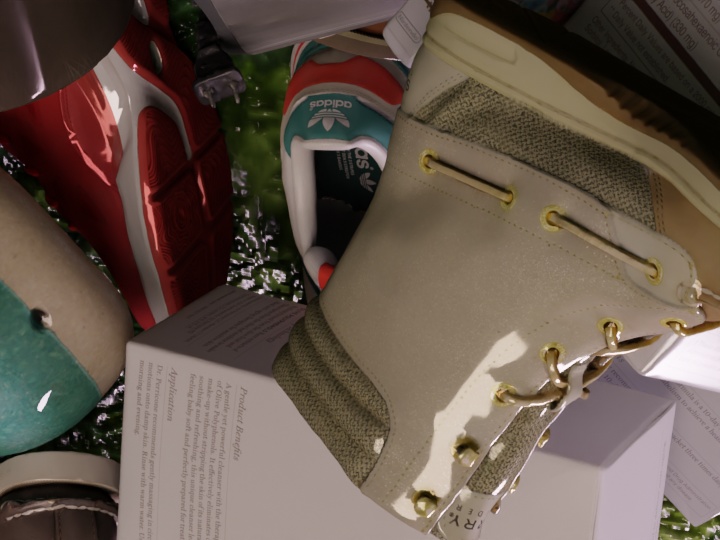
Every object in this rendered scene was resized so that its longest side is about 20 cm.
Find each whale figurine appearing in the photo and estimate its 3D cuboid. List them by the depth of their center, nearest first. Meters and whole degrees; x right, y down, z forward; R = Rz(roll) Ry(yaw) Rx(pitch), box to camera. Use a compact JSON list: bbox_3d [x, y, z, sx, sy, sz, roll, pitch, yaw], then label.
[{"bbox_3d":[-0.178,0.012,1.032,0.159,0.104,0.200,50,164,-29],"label":"whale figurine"}]

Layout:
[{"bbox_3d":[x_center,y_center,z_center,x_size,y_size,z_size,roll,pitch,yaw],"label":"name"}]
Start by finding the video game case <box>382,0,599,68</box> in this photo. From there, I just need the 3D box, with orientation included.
[{"bbox_3d":[0.123,-0.119,0.878,0.182,0.022,0.200,-47,149,19],"label":"video game case"}]

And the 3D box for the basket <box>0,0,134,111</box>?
[{"bbox_3d":[-0.148,-0.163,0.868,0.136,0.180,0.200,34,151,33],"label":"basket"}]

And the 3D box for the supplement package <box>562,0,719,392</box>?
[{"bbox_3d":[0.157,-0.066,0.843,0.200,0.117,0.117,-48,145,21],"label":"supplement package"}]

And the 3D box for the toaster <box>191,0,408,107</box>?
[{"bbox_3d":[-0.007,-0.162,0.878,0.129,0.201,0.114,-10,157,11],"label":"toaster"}]

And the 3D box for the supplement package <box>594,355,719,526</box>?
[{"bbox_3d":[0.180,-0.011,0.987,0.200,0.114,0.110,-34,111,29],"label":"supplement package"}]

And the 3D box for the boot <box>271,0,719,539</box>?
[{"bbox_3d":[0.071,0.024,0.777,0.200,0.072,0.155,36,109,29],"label":"boot"}]

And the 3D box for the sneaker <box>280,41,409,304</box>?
[{"bbox_3d":[0.000,0.000,1.041,0.070,0.094,0.200,-1,125,12],"label":"sneaker"}]

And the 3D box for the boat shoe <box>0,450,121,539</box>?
[{"bbox_3d":[-0.149,0.138,1.071,0.072,0.060,0.200,7,152,-24],"label":"boat shoe"}]

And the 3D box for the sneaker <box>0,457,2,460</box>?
[{"bbox_3d":[-0.238,0.033,1.125,0.200,0.085,0.077,26,155,-31],"label":"sneaker"}]

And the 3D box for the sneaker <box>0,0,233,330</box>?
[{"bbox_3d":[-0.128,-0.062,1.048,0.115,0.078,0.201,-3,112,23],"label":"sneaker"}]

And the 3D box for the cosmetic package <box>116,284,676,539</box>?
[{"bbox_3d":[0.011,0.085,0.974,0.199,0.085,0.108,15,112,22],"label":"cosmetic package"}]

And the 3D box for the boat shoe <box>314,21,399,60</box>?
[{"bbox_3d":[0.034,-0.117,0.974,0.199,0.072,0.068,16,123,-12],"label":"boat shoe"}]
